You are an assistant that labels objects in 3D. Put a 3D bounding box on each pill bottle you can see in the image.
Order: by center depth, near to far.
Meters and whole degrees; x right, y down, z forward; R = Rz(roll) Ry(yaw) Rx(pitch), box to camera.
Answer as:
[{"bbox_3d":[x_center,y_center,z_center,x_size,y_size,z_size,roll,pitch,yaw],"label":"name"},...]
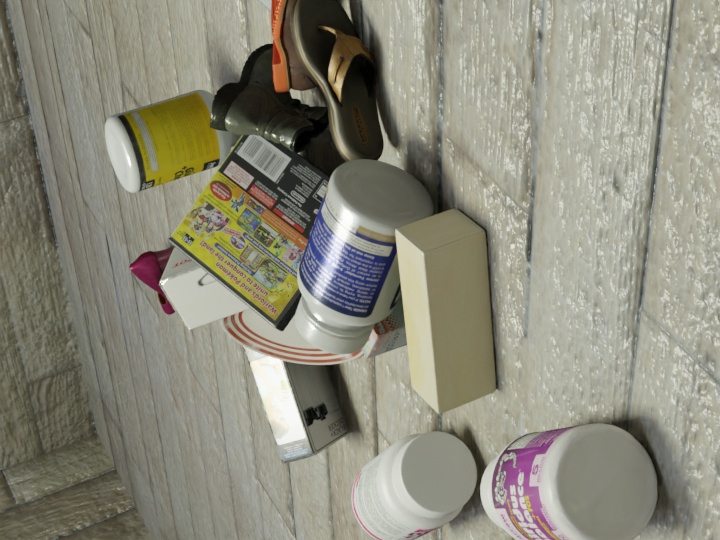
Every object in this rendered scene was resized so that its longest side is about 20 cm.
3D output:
[{"bbox_3d":[0.188,0.207,1.365,0.113,0.111,0.200,69,160,4],"label":"pill bottle"},{"bbox_3d":[-0.004,-0.010,1.588,0.120,0.119,0.201,54,137,37],"label":"pill bottle"},{"bbox_3d":[0.065,0.261,1.734,0.114,0.113,0.200,66,160,11],"label":"pill bottle"},{"bbox_3d":[-0.252,-0.190,2.029,0.112,0.198,0.113,52,153,41],"label":"pill bottle"}]

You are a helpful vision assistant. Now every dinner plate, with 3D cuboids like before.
[{"bbox_3d":[-0.086,0.075,1.897,0.200,0.198,0.024,119,162,-64],"label":"dinner plate"}]

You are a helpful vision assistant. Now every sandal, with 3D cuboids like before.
[{"bbox_3d":[-0.015,-0.212,1.575,0.054,0.081,0.202,-12,96,53],"label":"sandal"}]

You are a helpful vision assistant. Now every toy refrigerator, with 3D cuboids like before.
[{"bbox_3d":[0.090,0.043,1.525,0.070,0.075,0.202,43,147,52],"label":"toy refrigerator"}]

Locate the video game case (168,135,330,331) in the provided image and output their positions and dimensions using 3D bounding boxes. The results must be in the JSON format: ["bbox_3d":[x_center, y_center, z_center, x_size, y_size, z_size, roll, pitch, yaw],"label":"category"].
[{"bbox_3d":[-0.112,-0.056,1.729,0.200,0.181,0.025,37,-179,28],"label":"video game case"}]

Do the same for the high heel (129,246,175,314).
[{"bbox_3d":[-0.400,0.028,2.768,0.068,0.095,0.201,57,156,33],"label":"high heel"}]

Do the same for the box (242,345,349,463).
[{"bbox_3d":[-0.093,0.160,2.048,0.060,0.116,0.202,-17,91,27],"label":"box"}]

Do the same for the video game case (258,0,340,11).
[{"bbox_3d":[-0.090,-0.343,1.632,0.143,0.018,0.200,41,164,-11],"label":"video game case"}]

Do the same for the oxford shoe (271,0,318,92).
[{"bbox_3d":[-0.066,-0.279,1.643,0.200,0.072,0.072,93,176,-63],"label":"oxford shoe"}]

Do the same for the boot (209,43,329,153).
[{"bbox_3d":[-0.092,-0.204,1.759,0.130,0.200,0.068,18,125,9],"label":"boot"}]

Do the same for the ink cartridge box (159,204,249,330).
[{"bbox_3d":[-0.162,-0.027,1.864,0.085,0.145,0.201,62,-159,-24],"label":"ink cartridge box"}]

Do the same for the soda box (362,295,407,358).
[{"bbox_3d":[0.000,0.000,1.732,0.201,0.068,0.064,64,156,21],"label":"soda box"}]
